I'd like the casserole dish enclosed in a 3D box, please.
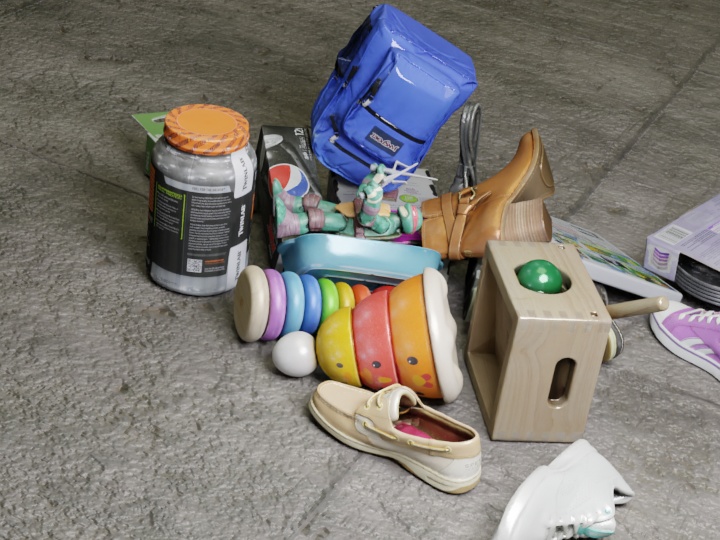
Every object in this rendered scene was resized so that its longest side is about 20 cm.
[{"bbox_3d":[0.000,0.000,1.621,0.199,0.121,0.039,7,71,-18],"label":"casserole dish"}]

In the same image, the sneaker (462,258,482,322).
[{"bbox_3d":[0.175,0.004,1.699,0.088,0.074,0.200,13,38,-2],"label":"sneaker"}]

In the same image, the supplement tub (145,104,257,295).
[{"bbox_3d":[-0.184,-0.082,1.620,0.122,0.201,0.123,6,31,-4],"label":"supplement tub"}]

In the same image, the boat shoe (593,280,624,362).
[{"bbox_3d":[0.263,0.037,1.657,0.065,0.073,0.200,-10,35,-20],"label":"boat shoe"}]

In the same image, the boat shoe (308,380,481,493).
[{"bbox_3d":[0.038,0.150,1.415,0.200,0.069,0.074,23,34,23],"label":"boat shoe"}]

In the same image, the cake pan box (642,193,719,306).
[{"bbox_3d":[0.481,-0.020,1.748,0.184,0.052,0.200,27,40,37],"label":"cake pan box"}]

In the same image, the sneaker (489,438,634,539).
[{"bbox_3d":[0.197,0.230,1.328,0.088,0.075,0.200,37,38,21],"label":"sneaker"}]

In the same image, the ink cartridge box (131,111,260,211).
[{"bbox_3d":[-0.219,-0.143,1.848,0.104,0.059,0.200,-11,36,-32],"label":"ink cartridge box"}]

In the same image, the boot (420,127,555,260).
[{"bbox_3d":[0.152,-0.087,1.682,0.155,0.077,0.200,-11,47,19],"label":"boot"}]

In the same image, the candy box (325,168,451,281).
[{"bbox_3d":[0.034,-0.062,1.776,0.136,0.061,0.200,3,32,-9],"label":"candy box"}]

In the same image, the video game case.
[{"bbox_3d":[0.275,-0.023,1.726,0.200,0.022,0.182,17,17,-37],"label":"video game case"}]

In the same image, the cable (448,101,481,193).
[{"bbox_3d":[0.145,-0.116,1.763,0.050,0.201,0.097,21,25,22],"label":"cable"}]

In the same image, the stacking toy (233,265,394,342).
[{"bbox_3d":[-0.039,0.040,1.581,0.199,0.086,0.085,2,31,-21],"label":"stacking toy"}]

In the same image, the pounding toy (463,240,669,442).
[{"bbox_3d":[0.209,0.064,1.473,0.142,0.201,0.184,2,31,-10],"label":"pounding toy"}]

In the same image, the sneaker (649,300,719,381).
[{"bbox_3d":[0.424,0.061,1.617,0.072,0.115,0.200,-17,38,-34],"label":"sneaker"}]

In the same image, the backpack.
[{"bbox_3d":[0.026,-0.201,1.737,0.162,0.200,0.168,33,25,-12],"label":"backpack"}]

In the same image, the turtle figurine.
[{"bbox_3d":[-0.001,-0.074,1.617,0.199,0.101,0.150,-3,7,-6],"label":"turtle figurine"}]

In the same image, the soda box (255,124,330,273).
[{"bbox_3d":[-0.086,-0.086,1.722,0.063,0.071,0.200,1,50,-17],"label":"soda box"}]

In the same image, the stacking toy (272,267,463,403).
[{"bbox_3d":[0.004,0.083,1.502,0.199,0.147,0.146,-10,30,7],"label":"stacking toy"}]

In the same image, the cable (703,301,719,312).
[{"bbox_3d":[0.529,0.051,1.720,0.200,0.051,0.163,25,35,25],"label":"cable"}]
